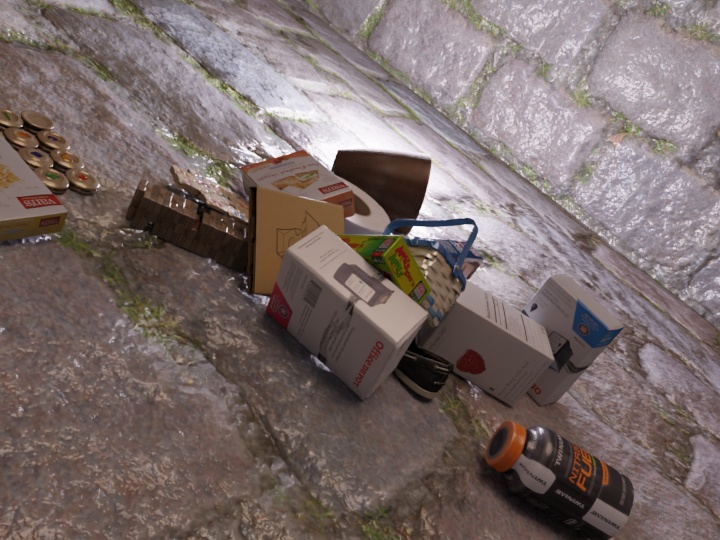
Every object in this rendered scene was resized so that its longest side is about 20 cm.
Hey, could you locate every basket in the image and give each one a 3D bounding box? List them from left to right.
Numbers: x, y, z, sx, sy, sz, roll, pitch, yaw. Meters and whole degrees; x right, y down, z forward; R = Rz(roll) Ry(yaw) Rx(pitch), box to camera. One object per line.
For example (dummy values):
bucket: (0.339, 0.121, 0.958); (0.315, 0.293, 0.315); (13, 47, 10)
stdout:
basket: (0.088, -0.008, 1.160); (0.139, 0.176, 0.200); (49, 54, -41)

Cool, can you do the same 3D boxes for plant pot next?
plant pot: (0.032, -0.194, 1.553); (0.200, 0.187, 0.187); (15, 27, -8)

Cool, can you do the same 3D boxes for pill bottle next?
pill bottle: (0.279, 0.294, 1.005); (0.200, 0.106, 0.106); (31, 24, -6)

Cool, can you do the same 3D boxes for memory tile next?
memory tile: (-0.481, -0.177, 1.014); (0.200, 0.017, 0.153); (45, 25, 24)

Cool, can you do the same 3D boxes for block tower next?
block tower: (-0.248, -0.064, 1.059); (0.200, 0.058, 0.054); (23, 26, -21)

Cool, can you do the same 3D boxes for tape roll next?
tape roll: (-0.040, -0.116, 1.410); (0.202, 0.071, 0.203); (28, 25, -14)

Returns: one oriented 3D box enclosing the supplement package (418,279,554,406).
supplement package: (0.216, 0.121, 1.231); (0.200, 0.121, 0.120); (31, 24, -8)

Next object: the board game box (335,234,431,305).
board game box: (0.000, 0.000, 1.041); (0.048, 0.200, 0.102); (-47, 121, -30)

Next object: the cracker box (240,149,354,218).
cracker box: (-0.116, -0.144, 1.261); (0.134, 0.058, 0.200); (-20, 39, -22)

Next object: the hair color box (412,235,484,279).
hair color box: (0.158, -0.009, 1.428); (0.200, 0.100, 0.061); (2, 40, -51)

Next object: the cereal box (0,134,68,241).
cereal box: (-0.476, -0.112, 0.854); (0.200, 0.040, 0.144); (42, 31, 18)

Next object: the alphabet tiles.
alphabet tiles: (-0.227, -0.114, 1.178); (0.200, 0.015, 0.196); (29, 9, -32)

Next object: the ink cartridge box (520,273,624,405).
ink cartridge box: (0.362, 0.129, 1.308); (0.086, 0.200, 0.146); (-1, 41, -51)

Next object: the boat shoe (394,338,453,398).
boat shoe: (0.056, 0.114, 1.105); (0.200, 0.068, 0.072); (38, 22, 18)

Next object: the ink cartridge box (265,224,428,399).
ink cartridge box: (-0.023, 0.060, 0.982); (0.200, 0.145, 0.084); (40, 48, 14)

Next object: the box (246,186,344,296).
box: (-0.097, -0.037, 1.108); (0.200, 0.021, 0.164); (8, 79, -49)
